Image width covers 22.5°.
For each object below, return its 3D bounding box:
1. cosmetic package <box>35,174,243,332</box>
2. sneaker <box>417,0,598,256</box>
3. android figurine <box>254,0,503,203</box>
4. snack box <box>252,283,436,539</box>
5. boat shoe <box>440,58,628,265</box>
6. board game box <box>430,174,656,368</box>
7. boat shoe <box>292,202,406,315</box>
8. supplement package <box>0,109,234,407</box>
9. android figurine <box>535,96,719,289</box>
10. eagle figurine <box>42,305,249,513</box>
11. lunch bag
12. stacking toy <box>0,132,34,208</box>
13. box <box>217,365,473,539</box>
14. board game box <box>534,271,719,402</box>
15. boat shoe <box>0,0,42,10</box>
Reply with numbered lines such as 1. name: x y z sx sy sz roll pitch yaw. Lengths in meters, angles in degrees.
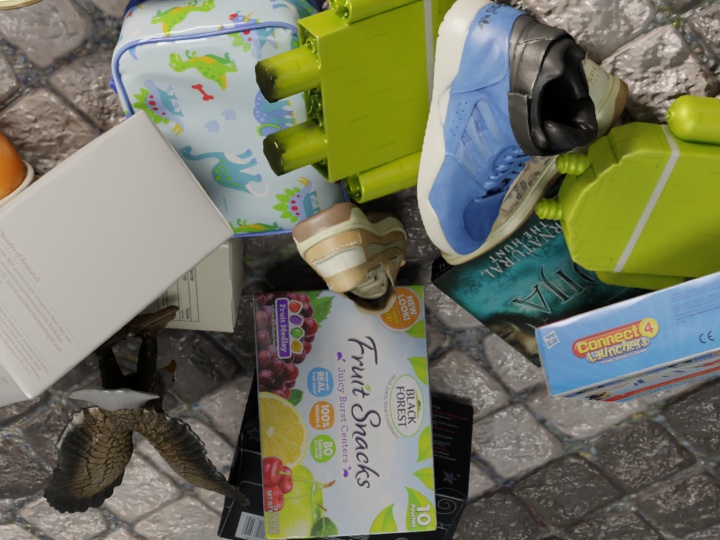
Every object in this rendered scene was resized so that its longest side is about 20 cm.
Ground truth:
1. cosmetic package: -0.197 -0.015 1.471 0.199 0.071 0.105 5 133 2
2. sneaker: 0.107 -0.086 1.276 0.111 0.077 0.200 24 123 31
3. android figurine: 0.022 -0.137 1.298 0.200 0.041 0.182 -19 129 -21
4. snack box: -0.013 0.115 1.488 0.142 0.201 0.053 -3 176 -3
5. boat shoe: 0.117 -0.086 1.379 0.063 0.073 0.200 35 116 -16
6. board game box: 0.174 -0.010 1.464 0.135 0.028 0.200 38 125 -24
7. boat shoe: 0.000 0.000 1.390 0.072 0.200 0.076 -28 81 14
8. supplement package: -0.214 -0.006 1.309 0.117 0.200 0.117 54 153 -9
9. android figurine: 0.231 -0.053 1.350 0.199 0.041 0.182 4 134 -15
10. eagle figurine: -0.179 0.125 1.471 0.152 0.151 0.201 21 123 48
11. lunch bag: -0.095 -0.120 1.356 0.160 0.083 0.200 -7 131 11
12. stacking toy: -0.339 -0.128 1.366 0.146 0.146 0.200 -7 115 12
13. box: -0.013 0.177 1.598 0.199 0.115 0.132 14 133 -4
14. board game box: 0.261 0.049 1.415 0.200 0.056 0.196 -18 168 21
15. boat shoe: -0.217 -0.235 1.277 0.200 0.072 0.068 -12 125 8
